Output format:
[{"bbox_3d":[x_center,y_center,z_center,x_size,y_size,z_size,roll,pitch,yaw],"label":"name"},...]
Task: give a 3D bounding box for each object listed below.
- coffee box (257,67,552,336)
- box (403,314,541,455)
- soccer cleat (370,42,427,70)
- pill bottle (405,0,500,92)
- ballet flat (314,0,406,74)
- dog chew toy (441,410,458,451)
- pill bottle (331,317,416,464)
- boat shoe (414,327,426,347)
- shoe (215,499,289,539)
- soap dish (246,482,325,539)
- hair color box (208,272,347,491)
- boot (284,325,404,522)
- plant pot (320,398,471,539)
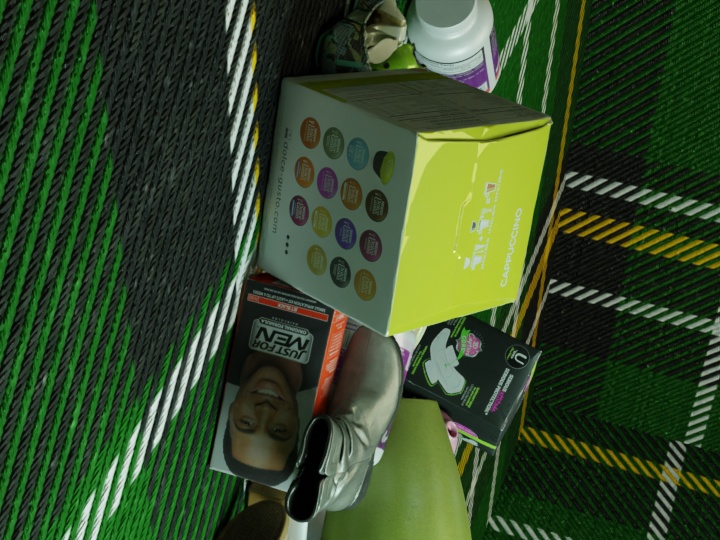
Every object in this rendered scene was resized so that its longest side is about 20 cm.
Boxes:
[{"bbox_3d":[0.043,-0.077,1.366,0.198,0.197,0.202,-11,118,-43],"label":"coffee box"},{"bbox_3d":[0.123,0.135,1.840,0.125,0.198,0.149,-59,169,-18],"label":"box"},{"bbox_3d":[0.021,-0.198,1.593,0.080,0.068,0.200,-25,164,-15],"label":"soccer cleat"},{"bbox_3d":[0.119,-0.298,1.764,0.200,0.111,0.114,64,43,-69],"label":"pill bottle"},{"bbox_3d":[0.014,-0.254,1.486,0.200,0.073,0.075,-58,157,-52],"label":"ballet flat"},{"bbox_3d":[0.045,0.235,1.815,0.124,0.199,0.126,26,53,-42],"label":"dog chew toy"},{"bbox_3d":[-0.017,0.147,1.501,0.112,0.111,0.203,48,58,-73],"label":"pill bottle"},{"bbox_3d":[0.005,0.093,1.643,0.200,0.074,0.066,-49,154,22],"label":"boat shoe"},{"bbox_3d":[-0.136,0.335,1.469,0.201,0.069,0.054,-57,154,-31],"label":"shoe"},{"bbox_3d":[-0.072,0.272,1.631,0.200,0.080,0.159,-54,154,-56],"label":"soap dish"},{"bbox_3d":[-0.082,0.113,1.398,0.061,0.100,0.203,-22,124,-74],"label":"hair color box"},{"bbox_3d":[-0.015,0.151,1.369,0.130,0.067,0.203,19,84,-71],"label":"boot"},{"bbox_3d":[0.041,0.251,1.586,0.187,0.184,0.203,39,51,-75],"label":"plant pot"}]
